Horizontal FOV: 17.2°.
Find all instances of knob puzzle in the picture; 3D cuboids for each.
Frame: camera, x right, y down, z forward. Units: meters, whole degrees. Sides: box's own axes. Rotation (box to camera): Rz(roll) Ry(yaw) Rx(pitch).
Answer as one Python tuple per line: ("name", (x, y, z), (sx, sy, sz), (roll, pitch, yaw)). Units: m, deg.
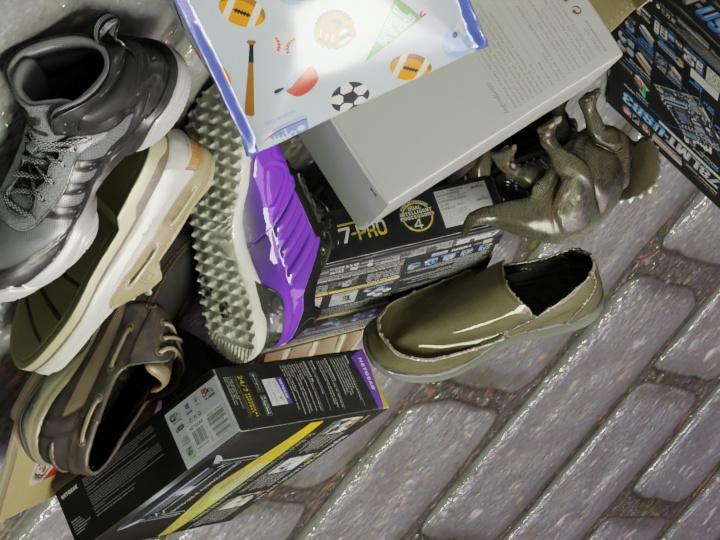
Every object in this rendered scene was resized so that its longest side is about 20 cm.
("knob puzzle", (-0.196, 0.071, 1.741), (0.220, 0.030, 0.220), (-46, 155, -29))

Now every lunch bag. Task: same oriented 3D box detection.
("lunch bag", (-0.041, -0.201, 1.422), (0.170, 0.124, 0.200), (-27, 123, 0))

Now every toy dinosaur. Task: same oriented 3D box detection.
("toy dinosaur", (0.157, -0.067, 1.742), (0.077, 0.102, 0.200), (-17, -160, 50))

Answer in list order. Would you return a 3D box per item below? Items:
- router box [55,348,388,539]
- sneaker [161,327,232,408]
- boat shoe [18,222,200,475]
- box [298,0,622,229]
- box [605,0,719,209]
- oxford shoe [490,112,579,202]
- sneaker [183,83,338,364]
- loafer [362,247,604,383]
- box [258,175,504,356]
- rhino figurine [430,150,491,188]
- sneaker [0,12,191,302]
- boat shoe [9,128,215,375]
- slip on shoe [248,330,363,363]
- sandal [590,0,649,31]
("router box", (-0.101, 0.131, 1.728), (0.157, 0.052, 0.200), (-5, 154, -49))
("sneaker", (-0.127, 0.106, 1.816), (0.082, 0.070, 0.200), (-34, 150, 8))
("boat shoe", (-0.155, 0.061, 1.666), (0.200, 0.073, 0.075), (-58, 151, -10))
("box", (0.065, -0.127, 1.668), (0.200, 0.098, 0.124), (-33, 178, -11))
("box", (0.282, -0.146, 1.928), (0.050, 0.200, 0.199), (-34, 151, -16))
("oxford shoe", (0.144, -0.097, 1.901), (0.200, 0.073, 0.085), (163, -52, -76))
("sneaker", (-0.064, -0.043, 1.657), (0.099, 0.070, 0.201), (-17, 113, -37))
("loafer", (0.094, 0.023, 1.794), (0.200, 0.075, 0.070), (-19, 150, -19))
("box", (0.000, 0.000, 1.798), (0.200, 0.049, 0.161), (-14, 158, -14))
("rhino figurine", (0.047, -0.091, 1.810), (0.060, 0.088, 0.200), (-11, 164, 24))
("sneaker", (-0.198, -0.075, 1.484), (0.200, 0.075, 0.114), (-52, 153, 2))
("boat shoe", (-0.166, -0.007, 1.611), (0.068, 0.075, 0.200), (17, 117, -39))
("slip on shoe", (-0.050, 0.068, 1.928), (0.076, 0.061, 0.200), (19, 107, -13))
("sandal", (0.153, -0.196, 1.812), (0.212, 0.078, 0.070), (-33, -172, 11))
